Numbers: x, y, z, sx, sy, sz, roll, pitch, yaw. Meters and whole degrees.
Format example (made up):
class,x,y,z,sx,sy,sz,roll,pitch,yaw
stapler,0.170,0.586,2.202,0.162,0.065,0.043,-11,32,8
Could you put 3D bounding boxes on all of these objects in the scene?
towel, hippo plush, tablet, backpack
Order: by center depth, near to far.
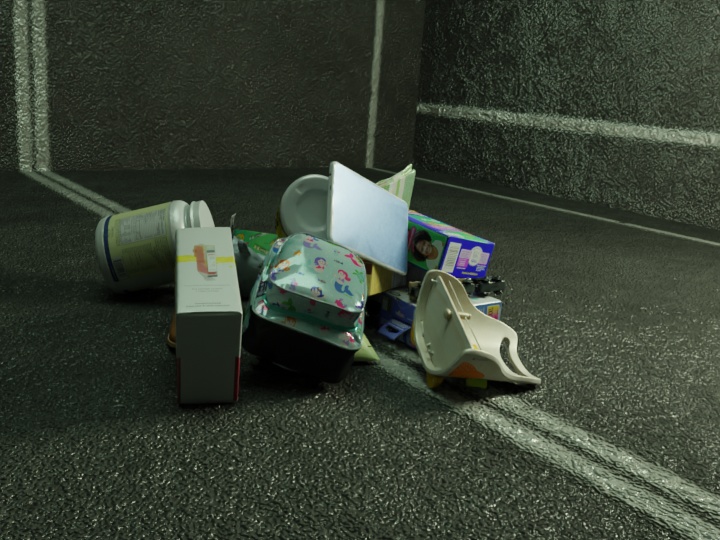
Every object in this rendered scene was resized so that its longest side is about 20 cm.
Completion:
class,x,y,z,sx,sy,sz,roll,pitch,yaw
backpack,-0.072,0.039,1.060,0.173,0.153,0.202,19,31,-7
tablet,0.015,-0.079,1.172,0.013,0.134,0.198,-12,-23,37
hippo plush,-0.176,-0.002,1.289,0.157,0.204,0.161,6,33,-27
towel,0.021,-0.105,1.388,0.198,0.155,0.023,-30,55,-33

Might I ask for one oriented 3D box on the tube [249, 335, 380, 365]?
class,x,y,z,sx,sy,sz,roll,pitch,yaw
tube,-0.069,0.117,1.120,0.195,0.060,0.052,1,-22,-26

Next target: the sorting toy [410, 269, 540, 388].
class,x,y,z,sx,sy,sz,roll,pitch,yaw
sorting toy,0.181,0.115,1.109,0.176,0.109,0.202,15,29,-20

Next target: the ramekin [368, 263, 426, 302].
class,x,y,z,sx,sy,sz,roll,pitch,yaw
ramekin,0.098,0.004,1.467,0.196,0.097,0.203,11,16,-3

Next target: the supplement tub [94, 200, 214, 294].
class,x,y,z,sx,sy,sz,roll,pitch,yaw
supplement tub,-0.373,-0.047,1.367,0.194,0.149,0.145,-12,14,1

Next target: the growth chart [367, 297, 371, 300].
class,x,y,z,sx,sy,sz,roll,pitch,yaw
growth chart,-0.018,0.038,1.500,0.142,0.018,0.198,15,15,34

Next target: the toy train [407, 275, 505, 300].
class,x,y,z,sx,sy,sz,roll,pitch,yaw
toy train,0.159,0.028,1.247,0.195,0.035,0.046,-3,11,-28

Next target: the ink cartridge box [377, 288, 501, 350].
class,x,y,z,sx,sy,sz,roll,pitch,yaw
ink cartridge box,0.122,0.079,1.257,0.196,0.079,0.135,-3,14,-34

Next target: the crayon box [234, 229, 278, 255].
class,x,y,z,sx,sy,sz,roll,pitch,yaw
crayon box,-0.167,-0.032,1.521,0.197,0.060,0.118,10,-10,44

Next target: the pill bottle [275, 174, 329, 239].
class,x,y,z,sx,sy,sz,roll,pitch,yaw
pill bottle,-0.086,-0.085,1.232,0.111,0.118,0.200,2,-5,-10

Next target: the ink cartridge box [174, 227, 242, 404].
class,x,y,z,sx,sy,sz,roll,pitch,yaw
ink cartridge box,-0.208,0.055,0.991,0.081,0.148,0.202,-1,34,-13

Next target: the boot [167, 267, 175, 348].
class,x,y,z,sx,sy,sz,roll,pitch,yaw
boot,-0.268,0.029,1.163,0.072,0.159,0.200,0,14,-16

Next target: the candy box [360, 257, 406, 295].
class,x,y,z,sx,sy,sz,roll,pitch,yaw
candy box,0.000,0.000,1.276,0.114,0.058,0.199,8,5,19

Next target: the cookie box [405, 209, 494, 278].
class,x,y,z,sx,sy,sz,roll,pitch,yaw
cookie box,0.115,-0.054,1.332,0.197,0.077,0.169,26,12,36
